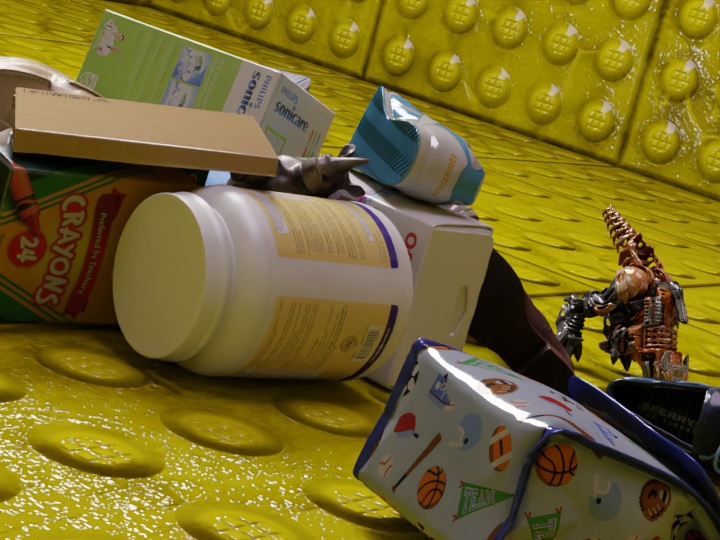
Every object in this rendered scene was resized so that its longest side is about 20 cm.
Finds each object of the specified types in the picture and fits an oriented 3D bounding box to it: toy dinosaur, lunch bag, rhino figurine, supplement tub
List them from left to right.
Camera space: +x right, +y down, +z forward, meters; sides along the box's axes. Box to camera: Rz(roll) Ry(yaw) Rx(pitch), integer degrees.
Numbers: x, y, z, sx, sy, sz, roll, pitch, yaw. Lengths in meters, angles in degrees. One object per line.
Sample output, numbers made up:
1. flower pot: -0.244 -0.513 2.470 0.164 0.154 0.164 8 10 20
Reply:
1. supplement tub: -0.074 0.011 1.364 0.199 0.146 0.145 6 15 -41
2. rhino figurine: -0.069 -0.066 1.463 0.199 0.060 0.087 -19 -14 37
3. lunch bag: 0.128 0.136 1.107 0.199 0.124 0.170 25 5 -31
4. toy dinosaur: 0.265 0.035 1.700 0.102 0.136 0.201 27 50 -18

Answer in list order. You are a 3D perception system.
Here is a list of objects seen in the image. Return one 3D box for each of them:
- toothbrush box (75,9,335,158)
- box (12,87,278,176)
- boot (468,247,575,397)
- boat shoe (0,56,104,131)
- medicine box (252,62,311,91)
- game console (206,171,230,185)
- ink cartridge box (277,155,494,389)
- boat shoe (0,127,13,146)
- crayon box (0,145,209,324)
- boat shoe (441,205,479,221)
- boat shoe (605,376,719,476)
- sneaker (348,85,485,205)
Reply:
1. toothbrush box: -0.145 -0.160 1.671 0.199 0.087 0.146 20 -3 21
2. box: -0.173 -0.108 1.387 0.199 0.021 0.164 6 15 -13
3. boot: 0.125 0.024 1.614 0.187 0.064 0.200 56 8 -13
4. boat shoe: -0.257 -0.136 1.553 0.199 0.072 0.064 16 4 -40
5. medicine box: -0.170 -0.134 1.839 0.199 0.183 0.103 16 12 4
6. game console: -0.167 -0.092 1.690 0.199 0.119 0.172 15 -13 4
7. ink cartridge box: 0.000 0.000 1.513 0.199 0.146 0.084 25 14 40
8. boat shoe: -0.215 -0.059 1.438 0.071 0.070 0.201 -16 -36 24
9. crayon box: -0.206 -0.024 1.378 0.199 0.128 0.051 2 25 -39
10. boat shoe: 0.043 -0.020 1.604 0.075 0.200 0.069 -27 76 -29
11. boat shoe: 0.287 0.134 1.443 0.199 0.085 0.069 6 -15 34
12. sneaker: 0.044 -0.102 1.531 0.080 0.077 0.200 22 13 -21
